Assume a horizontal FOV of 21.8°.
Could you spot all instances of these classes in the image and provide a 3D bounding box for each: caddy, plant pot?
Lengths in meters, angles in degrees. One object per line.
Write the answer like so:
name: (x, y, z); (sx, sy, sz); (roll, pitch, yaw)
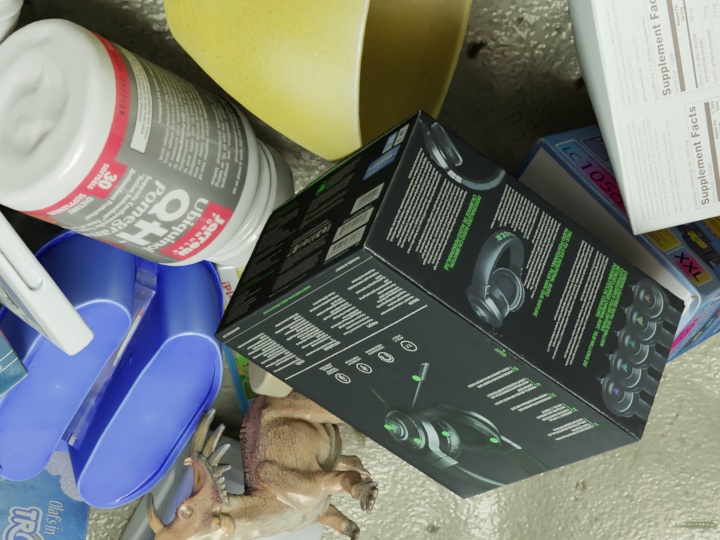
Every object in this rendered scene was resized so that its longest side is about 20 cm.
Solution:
caddy: (-0.172, 0.058, 1.234); (0.140, 0.105, 0.201); (22, 119, -24)
plant pot: (-0.028, -0.165, 1.065); (0.141, 0.200, 0.202); (15, 124, 16)

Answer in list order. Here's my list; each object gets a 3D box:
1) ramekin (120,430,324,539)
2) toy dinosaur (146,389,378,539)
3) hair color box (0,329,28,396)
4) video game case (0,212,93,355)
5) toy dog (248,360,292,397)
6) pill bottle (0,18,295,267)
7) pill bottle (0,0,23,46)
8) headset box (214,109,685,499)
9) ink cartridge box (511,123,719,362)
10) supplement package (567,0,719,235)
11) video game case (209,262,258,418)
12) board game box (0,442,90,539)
ramekin: (-0.111, 0.208, 1.284); (0.097, 0.201, 0.201); (29, 118, -11)
toy dinosaur: (-0.052, 0.116, 1.207); (0.134, 0.201, 0.086); (20, 124, 1)
hair color box: (-0.286, -0.009, 1.122); (0.060, 0.100, 0.201); (-38, 124, -17)
video game case: (-0.251, -0.044, 1.121); (0.023, 0.200, 0.183); (-41, 119, -14)
toy dog: (0.000, 0.000, 1.171); (0.131, 0.097, 0.200); (23, 130, -36)
pill bottle: (-0.130, -0.066, 1.119); (0.110, 0.111, 0.199); (-40, 146, 21)
pill bottle: (-0.213, -0.220, 1.048); (0.113, 0.115, 0.201); (18, 121, -13)
headset box: (0.052, 0.030, 1.017); (0.199, 0.093, 0.174); (34, 149, -17)
ink cartridge box: (0.175, -0.022, 1.148); (0.137, 0.199, 0.077); (46, 117, 14)
supplement package: (0.179, -0.146, 1.059); (0.110, 0.201, 0.157); (-12, 122, 5)
video game case: (0.003, 0.036, 1.279); (0.198, 0.018, 0.144); (-11, 123, 4)
board game box: (-0.281, 0.168, 1.244); (0.197, 0.201, 0.044); (11, 122, -10)
